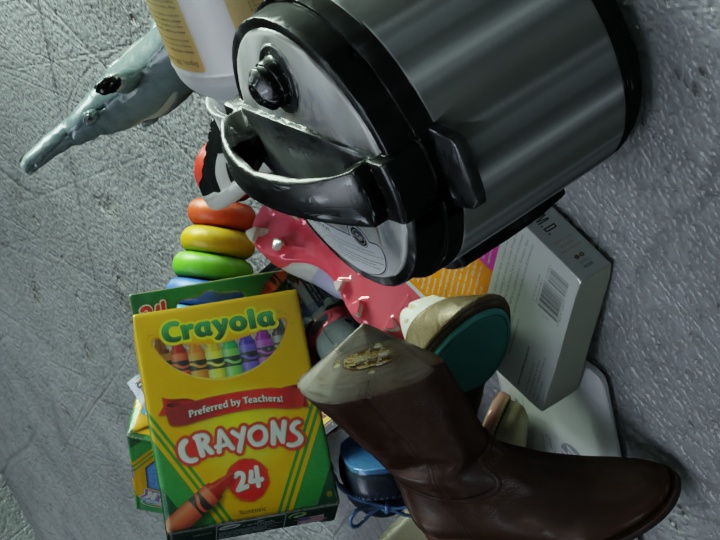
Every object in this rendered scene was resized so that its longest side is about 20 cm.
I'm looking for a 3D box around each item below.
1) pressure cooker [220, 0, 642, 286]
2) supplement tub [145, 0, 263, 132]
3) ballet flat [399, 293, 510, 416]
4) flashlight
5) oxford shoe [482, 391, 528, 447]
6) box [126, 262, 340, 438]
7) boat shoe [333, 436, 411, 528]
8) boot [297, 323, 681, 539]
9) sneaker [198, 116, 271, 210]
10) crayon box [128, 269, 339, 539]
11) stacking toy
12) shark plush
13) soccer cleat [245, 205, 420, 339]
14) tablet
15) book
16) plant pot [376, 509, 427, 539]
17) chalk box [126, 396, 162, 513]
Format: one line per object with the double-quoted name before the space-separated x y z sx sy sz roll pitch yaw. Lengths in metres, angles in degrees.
"pressure cooker" 0.024 -0.092 1.117 0.179 0.200 0.176 52 158 12
"supplement tub" -0.064 -0.192 1.252 0.145 0.145 0.200 26 142 55
"ballet flat" 0.051 0.063 1.353 0.200 0.068 0.072 94 155 -52
"flashlight" 0.001 0.069 1.521 0.200 0.068 0.068 -133 35 -75
"oxford shoe" 0.116 0.166 1.466 0.074 0.071 0.200 12 135 20
"box" -0.081 0.091 1.694 0.200 0.040 0.137 -38 82 30
"boat shoe" 0.026 0.156 1.594 0.200 0.084 0.069 -33 -57 -81
"boot" 0.079 0.100 1.288 0.200 0.186 0.064 56 -150 -40
"sneaker" -0.087 -0.121 1.513 0.112 0.073 0.200 54 151 -2
"crayon box" -0.096 0.093 1.542 0.051 0.127 0.200 101 157 -68
"stacking toy" -0.111 -0.005 1.634 0.085 0.085 0.200 180 101 -66
"shark plush" -0.174 -0.145 1.544 0.083 0.200 0.091 -11 -102 -78
"soccer cleat" 0.000 0.000 1.528 0.200 0.067 0.076 29 -178 40
"tablet" 0.137 0.117 1.430 0.130 0.014 0.200 36 151 45
"book" 0.071 -0.022 1.332 0.200 0.048 0.134 47 150 26
"plant pot" 0.043 0.344 1.742 0.200 0.177 0.200 49 158 25
"chalk box" -0.132 0.148 1.873 0.124 0.125 0.200 10 148 2
